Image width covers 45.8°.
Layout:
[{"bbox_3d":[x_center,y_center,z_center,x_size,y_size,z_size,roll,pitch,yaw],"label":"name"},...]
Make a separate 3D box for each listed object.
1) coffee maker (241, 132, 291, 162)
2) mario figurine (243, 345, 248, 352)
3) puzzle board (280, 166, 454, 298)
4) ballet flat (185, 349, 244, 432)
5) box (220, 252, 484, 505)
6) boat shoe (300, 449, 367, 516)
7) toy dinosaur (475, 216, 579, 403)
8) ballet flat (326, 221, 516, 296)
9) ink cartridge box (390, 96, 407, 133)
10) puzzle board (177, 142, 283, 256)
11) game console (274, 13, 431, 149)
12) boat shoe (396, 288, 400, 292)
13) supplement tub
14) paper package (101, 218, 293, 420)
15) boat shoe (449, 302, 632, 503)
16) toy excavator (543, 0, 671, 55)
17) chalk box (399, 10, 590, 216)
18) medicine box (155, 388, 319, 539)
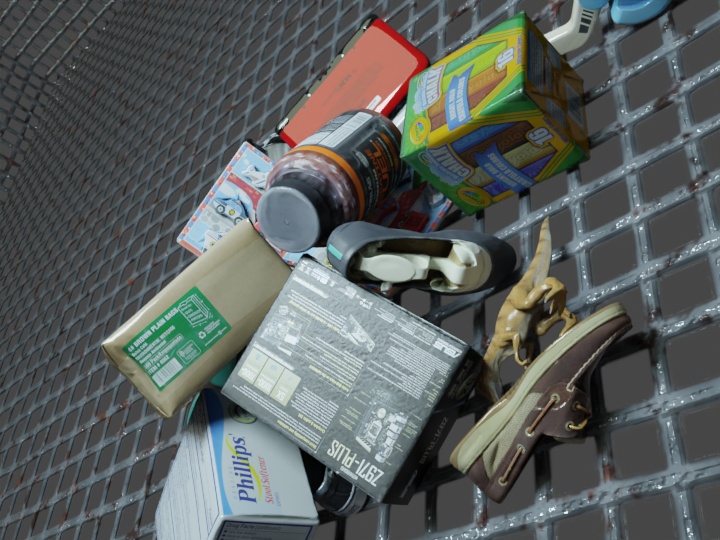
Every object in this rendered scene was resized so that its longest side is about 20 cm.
[{"bbox_3d":[-0.131,-0.069,1.193,0.200,0.134,0.193,-100,33,-60],"label":"coffee maker"},{"bbox_3d":[-0.109,0.170,1.036,0.123,0.106,0.200,38,107,24],"label":"mario figurine"},{"bbox_3d":[0.017,-0.063,0.976,0.150,0.017,0.200,17,54,28],"label":"puzzle board"},{"bbox_3d":[-0.178,0.148,1.118,0.068,0.068,0.201,-56,-16,-67],"label":"ballet flat"},{"bbox_3d":[-0.005,0.104,0.831,0.200,0.086,0.164,28,85,25],"label":"box"},{"bbox_3d":[-0.039,0.168,0.923,0.072,0.068,0.200,-38,36,28],"label":"boat shoe"},{"bbox_3d":[0.157,0.026,0.788,0.106,0.060,0.201,9,70,57],"label":"toy dinosaur"},{"bbox_3d":[0.066,-0.005,0.819,0.073,0.199,0.073,-173,90,-75],"label":"ballet flat"},{"bbox_3d":[0.030,-0.170,1.122,0.200,0.067,0.117,-46,33,15],"label":"ink cartridge box"},{"bbox_3d":[-0.105,-0.040,1.067,0.151,0.200,0.017,-54,9,5],"label":"puzzle board"},{"bbox_3d":[-0.007,-0.225,1.137,0.200,0.119,0.172,-49,64,8],"label":"game console"},{"bbox_3d":[0.000,0.000,0.987,0.200,0.072,0.072,-47,32,1],"label":"boat shoe"},{"bbox_3d":[-0.030,-0.092,0.894,0.107,0.107,0.200,-30,12,36],"label":"supplement tub"},{"bbox_3d":[-0.172,0.058,0.931,0.200,0.104,0.191,-43,2,-18],"label":"paper package"},{"bbox_3d":[0.162,0.114,0.709,0.072,0.072,0.200,46,105,20],"label":"boat shoe"},{"bbox_3d":[0.255,-0.293,0.900,0.193,0.200,0.100,0,49,2],"label":"toy excavator"},{"bbox_3d":[0.125,-0.154,0.914,0.200,0.124,0.125,-25,44,36],"label":"chalk box"},{"bbox_3d":[-0.137,0.260,0.891,0.201,0.103,0.182,-66,27,25],"label":"medicine box"}]
